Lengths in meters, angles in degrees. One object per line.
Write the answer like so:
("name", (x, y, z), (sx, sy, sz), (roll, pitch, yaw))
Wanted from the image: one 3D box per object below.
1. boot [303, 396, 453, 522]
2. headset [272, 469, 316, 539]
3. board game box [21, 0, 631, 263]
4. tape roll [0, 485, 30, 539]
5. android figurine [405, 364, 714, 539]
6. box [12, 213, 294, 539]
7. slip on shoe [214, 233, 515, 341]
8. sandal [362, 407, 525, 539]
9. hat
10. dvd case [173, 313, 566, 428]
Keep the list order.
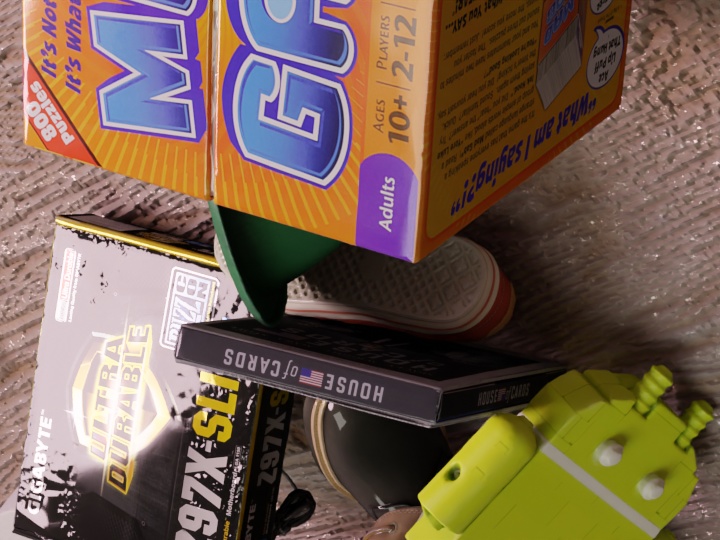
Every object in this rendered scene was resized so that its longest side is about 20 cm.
("boot", (0.053, 0.147, 1.545), (0.138, 0.077, 0.200), (44, 173, 49))
("headset", (-0.113, 0.104, 1.664), (0.200, 0.094, 0.124), (33, 146, 25))
("board game box", (-0.008, -0.152, 1.148), (0.200, 0.200, 0.200), (17, 119, 25))
("tape roll", (-0.160, 0.214, 1.848), (0.202, 0.071, 0.203), (22, 142, 19))
("android figurine", (0.107, 0.133, 1.447), (0.182, 0.200, 0.041), (41, -173, -43))
("box", (-0.120, 0.080, 1.590), (0.159, 0.049, 0.200), (15, 101, 25))
("slip on shoe", (0.000, 0.000, 1.478), (0.200, 0.074, 0.061), (14, 168, 35))
("sandal", (0.039, 0.156, 1.487), (0.080, 0.201, 0.057), (34, -174, -43))
("hat", (0.016, -0.069, 1.373), (0.176, 0.166, 0.200), (-11, 173, 8))
("dvd case", (0.010, 0.050, 1.431), (0.150, 0.200, 0.025), (13, 96, 22))
